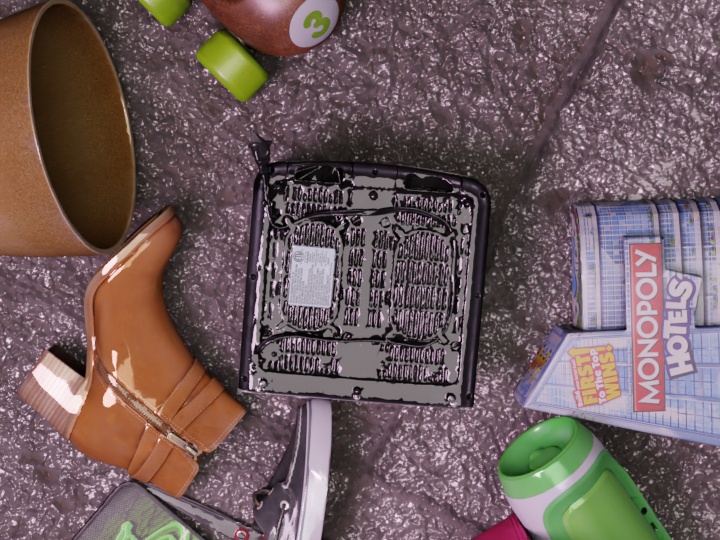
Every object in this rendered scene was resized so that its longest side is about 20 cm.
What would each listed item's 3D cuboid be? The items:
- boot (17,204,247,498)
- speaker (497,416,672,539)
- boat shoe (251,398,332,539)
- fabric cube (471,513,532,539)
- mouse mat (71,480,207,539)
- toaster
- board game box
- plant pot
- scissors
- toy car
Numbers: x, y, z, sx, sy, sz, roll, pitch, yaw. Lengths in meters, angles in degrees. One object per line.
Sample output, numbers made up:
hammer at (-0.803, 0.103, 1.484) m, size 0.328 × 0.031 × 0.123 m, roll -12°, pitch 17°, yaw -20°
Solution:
boot at (-0.150, 0.064, 1.334) m, size 0.154 × 0.074 × 0.200 m, roll 34°, pitch 104°, yaw -3°
speaker at (0.187, 0.211, 1.334) m, size 0.088 × 0.088 × 0.200 m, roll -35°, pitch 107°, yaw 1°
boat shoe at (-0.058, 0.196, 1.338) m, size 0.056 × 0.069 × 0.201 m, roll 8°, pitch 85°, yaw -3°
fabric cube at (0.094, 0.333, 1.300) m, size 0.199 × 0.196 × 0.201 m, roll -32°, pitch 96°, yaw 2°
mouse mat at (-0.187, 0.286, 1.375) m, size 0.161 × 0.008 × 0.200 m, roll 40°, pitch 94°, yaw -4°
toaster at (0.000, 0.000, 1.309) m, size 0.180 × 0.119 × 0.201 m, roll 4°, pitch 95°, yaw -3°
board game box at (0.219, 0.047, 1.350) m, size 0.199 × 0.062 × 0.201 m, roll -3°, pitch 94°, yaw -3°
plant pot at (-0.291, -0.090, 1.277) m, size 0.199 × 0.186 × 0.187 m, roll -8°, pitch 95°, yaw 14°
scissors at (-0.080, 0.210, 1.377) m, size 0.200 × 0.014 × 0.073 m, roll 43°, pitch 94°, yaw -3°
toy car at (-0.078, -0.227, 1.249) m, size 0.158 × 0.200 × 0.164 m, roll 44°, pitch 92°, yaw -4°
